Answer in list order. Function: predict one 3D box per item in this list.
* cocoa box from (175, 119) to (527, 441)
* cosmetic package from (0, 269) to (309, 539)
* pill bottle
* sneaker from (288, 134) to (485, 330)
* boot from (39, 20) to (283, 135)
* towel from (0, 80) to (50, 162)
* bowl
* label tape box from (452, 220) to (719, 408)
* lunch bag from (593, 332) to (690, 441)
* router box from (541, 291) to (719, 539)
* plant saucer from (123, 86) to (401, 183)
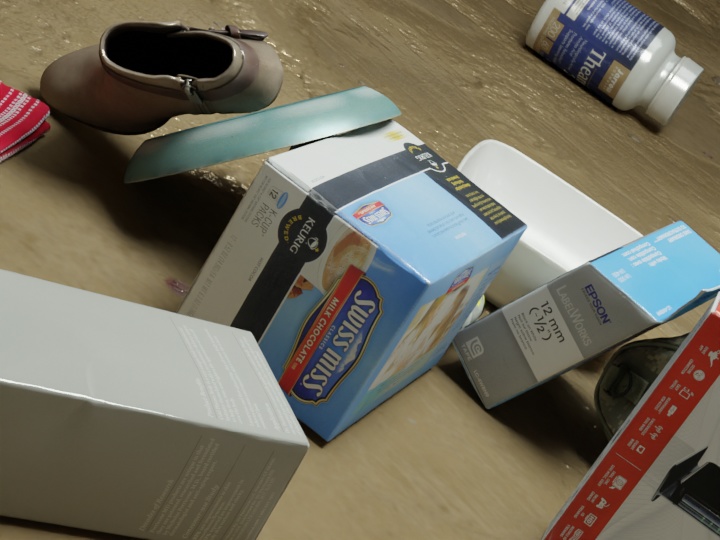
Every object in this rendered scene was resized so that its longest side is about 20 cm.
[{"bbox_3d":[0.000,0.000,1.140,0.131,0.134,0.200,38,23,12],"label":"cocoa box"},{"bbox_3d":[-0.138,0.071,0.890,0.199,0.091,0.107,14,28,-31],"label":"cosmetic package"},{"bbox_3d":[0.307,-0.263,2.087,0.199,0.111,0.111,36,23,8],"label":"pill bottle"},{"bbox_3d":[0.015,-0.024,1.304,0.200,0.075,0.076,52,21,17],"label":"sneaker"},{"bbox_3d":[-0.147,-0.138,1.181,0.198,0.071,0.146,0,-4,11],"label":"boot"},{"bbox_3d":[-0.313,-0.136,1.156,0.199,0.023,0.145,33,24,1],"label":"towel"},{"bbox_3d":[0.152,-0.012,1.436,0.199,0.075,0.200,33,23,3],"label":"bowl"},{"bbox_3d":[0.182,0.018,1.226,0.143,0.200,0.066,-21,80,-51],"label":"label tape box"},{"bbox_3d":[0.275,0.110,1.265,0.168,0.140,0.199,43,24,25],"label":"lunch bag"},{"bbox_3d":[0.236,0.145,1.067,0.179,0.201,0.049,35,22,7],"label":"router box"},{"bbox_3d":[-0.071,-0.097,1.205,0.200,0.199,0.028,-26,103,-64],"label":"plant saucer"}]
